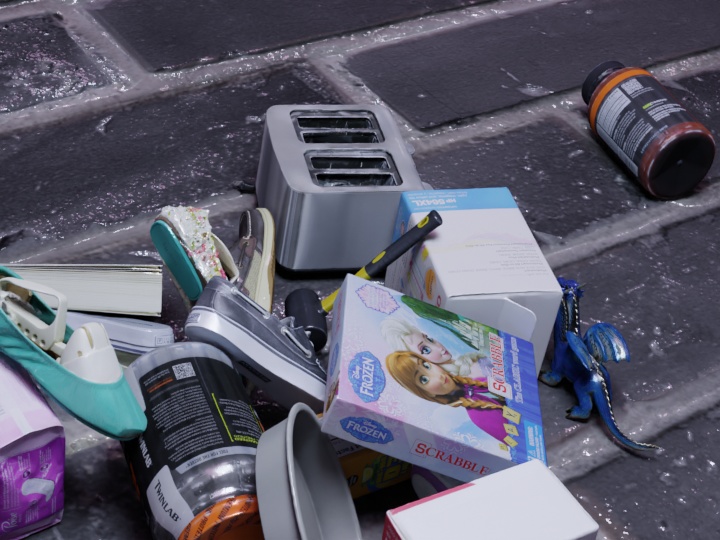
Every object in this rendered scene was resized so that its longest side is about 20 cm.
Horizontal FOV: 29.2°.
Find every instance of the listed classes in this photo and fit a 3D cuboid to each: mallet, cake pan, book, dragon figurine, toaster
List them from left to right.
[{"bbox_3d":[-0.297,0.014,1.363,0.197,0.049,0.134,2,1,-12],"label":"book"},{"bbox_3d":[-0.038,0.209,1.111,0.036,0.202,0.202,-16,37,9],"label":"cake pan"},{"bbox_3d":[-0.028,-0.090,1.542,0.197,0.120,0.182,-1,38,-15],"label":"toaster"},{"bbox_3d":[0.000,0.000,1.402,0.041,0.200,0.066,39,14,-36],"label":"mallet"},{"bbox_3d":[0.230,0.091,1.386,0.058,0.100,0.201,-10,42,-24],"label":"dragon figurine"}]

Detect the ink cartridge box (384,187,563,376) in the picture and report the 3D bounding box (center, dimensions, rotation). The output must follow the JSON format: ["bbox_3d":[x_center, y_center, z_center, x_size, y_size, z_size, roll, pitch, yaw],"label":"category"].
[{"bbox_3d":[0.114,0.026,1.418,0.123,0.130,0.201,-2,38,-15],"label":"ink cartridge box"}]

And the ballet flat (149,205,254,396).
[{"bbox_3d":[-0.136,0.026,1.335,0.063,0.075,0.202,-24,92,-41],"label":"ballet flat"}]

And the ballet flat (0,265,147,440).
[{"bbox_3d":[-0.252,0.061,1.153,0.199,0.071,0.067,34,25,15],"label":"ballet flat"}]

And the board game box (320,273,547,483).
[{"bbox_3d":[0.067,0.102,1.244,0.197,0.042,0.201,20,30,-10],"label":"board game box"}]

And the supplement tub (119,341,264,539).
[{"bbox_3d":[-0.135,0.167,1.183,0.121,0.124,0.201,-7,40,-22],"label":"supplement tub"}]

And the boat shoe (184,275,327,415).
[{"bbox_3d":[-0.072,0.076,1.286,0.199,0.071,0.068,36,63,-23],"label":"boat shoe"}]

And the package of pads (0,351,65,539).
[{"bbox_3d":[-0.326,0.124,1.194,0.075,0.122,0.200,-17,45,-32],"label":"package of pads"}]

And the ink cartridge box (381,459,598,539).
[{"bbox_3d":[0.084,0.259,1.053,0.146,0.202,0.086,-14,42,-29],"label":"ink cartridge box"}]

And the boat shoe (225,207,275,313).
[{"bbox_3d":[-0.124,0.002,1.438,0.064,0.074,0.201,8,37,-11],"label":"boat shoe"}]

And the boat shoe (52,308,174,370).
[{"bbox_3d":[-0.269,0.071,1.319,0.197,0.063,0.072,9,3,26],"label":"boat shoe"}]

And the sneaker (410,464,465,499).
[{"bbox_3d":[0.137,0.212,1.220,0.099,0.076,0.200,-28,54,-29],"label":"sneaker"}]

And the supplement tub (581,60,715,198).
[{"bbox_3d":[0.361,-0.188,1.771,0.105,0.108,0.201,-7,41,-22],"label":"supplement tub"}]

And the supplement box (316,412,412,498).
[{"bbox_3d":[0.030,0.155,1.285,0.198,0.067,0.069,-14,45,-28],"label":"supplement box"}]
